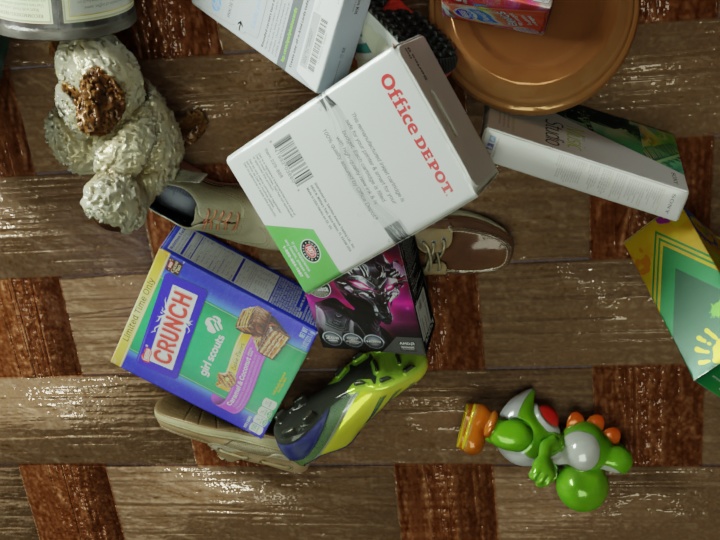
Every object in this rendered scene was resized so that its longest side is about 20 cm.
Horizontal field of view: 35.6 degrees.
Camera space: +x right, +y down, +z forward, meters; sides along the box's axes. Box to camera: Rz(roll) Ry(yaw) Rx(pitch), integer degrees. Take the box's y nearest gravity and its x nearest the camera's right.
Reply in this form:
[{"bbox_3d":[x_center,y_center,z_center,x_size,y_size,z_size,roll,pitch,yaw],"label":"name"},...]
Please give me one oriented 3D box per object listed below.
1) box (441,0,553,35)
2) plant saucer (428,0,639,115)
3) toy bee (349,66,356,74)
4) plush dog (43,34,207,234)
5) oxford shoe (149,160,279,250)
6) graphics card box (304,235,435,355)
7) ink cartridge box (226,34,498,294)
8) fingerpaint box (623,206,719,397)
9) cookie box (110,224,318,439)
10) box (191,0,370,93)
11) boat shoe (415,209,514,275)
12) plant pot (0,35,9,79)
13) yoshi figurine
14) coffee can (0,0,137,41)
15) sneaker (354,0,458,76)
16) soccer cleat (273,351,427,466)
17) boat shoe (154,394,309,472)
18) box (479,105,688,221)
[{"bbox_3d":[0.136,-0.321,0.977,0.098,0.095,0.204,12,89,7],"label":"box"},{"bbox_3d":[0.160,-0.247,1.038,0.196,0.037,0.204,0,88,7],"label":"plant saucer"},{"bbox_3d":[-0.006,-0.131,1.122,0.200,0.109,0.131,-45,67,6],"label":"toy bee"},{"bbox_3d":[-0.248,-0.164,1.129,0.159,0.201,0.173,-31,138,-8],"label":"plush dog"},{"bbox_3d":[-0.153,-0.058,1.214,0.197,0.074,0.072,18,118,1],"label":"oxford shoe"},{"bbox_3d":[0.000,0.000,1.154,0.123,0.051,0.202,3,136,19],"label":"graphics card box"},{"bbox_3d":[0.003,-0.093,1.002,0.198,0.084,0.147,-28,96,28],"label":"ink cartridge box"},{"bbox_3d":[0.358,0.051,1.086,0.073,0.169,0.199,-38,138,24],"label":"fingerpaint box"},{"bbox_3d":[-0.161,0.069,1.278,0.198,0.075,0.173,27,118,-4],"label":"cookie box"},{"bbox_3d":[-0.071,-0.282,1.048,0.199,0.041,0.158,38,123,31],"label":"box"},{"bbox_3d":[0.065,-0.022,1.196,0.196,0.072,0.077,4,117,8],"label":"boat shoe"},{"bbox_3d":[-0.441,-0.231,1.135,0.197,0.135,0.203,11,124,17],"label":"plant pot"},{"bbox_3d":[0.208,0.219,1.279,0.196,0.113,0.113,14,134,0],"label":"yoshi figurine"},{"bbox_3d":[-0.290,-0.336,1.059,0.144,0.147,0.203,5,117,7],"label":"coffee can"},{"bbox_3d":[0.008,-0.226,1.072,0.200,0.070,0.094,51,139,22],"label":"sneaker"},{"bbox_3d":[-0.007,0.155,1.290,0.198,0.065,0.084,-31,130,-1],"label":"soccer cleat"},{"bbox_3d":[-0.153,0.200,1.344,0.196,0.072,0.065,14,117,1],"label":"boat shoe"},{"bbox_3d":[0.213,-0.121,1.082,0.197,0.145,0.037,18,120,-1],"label":"box"}]
